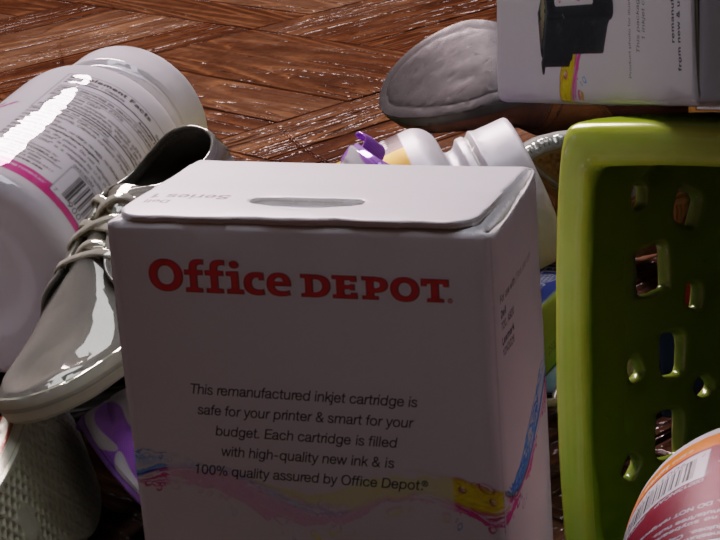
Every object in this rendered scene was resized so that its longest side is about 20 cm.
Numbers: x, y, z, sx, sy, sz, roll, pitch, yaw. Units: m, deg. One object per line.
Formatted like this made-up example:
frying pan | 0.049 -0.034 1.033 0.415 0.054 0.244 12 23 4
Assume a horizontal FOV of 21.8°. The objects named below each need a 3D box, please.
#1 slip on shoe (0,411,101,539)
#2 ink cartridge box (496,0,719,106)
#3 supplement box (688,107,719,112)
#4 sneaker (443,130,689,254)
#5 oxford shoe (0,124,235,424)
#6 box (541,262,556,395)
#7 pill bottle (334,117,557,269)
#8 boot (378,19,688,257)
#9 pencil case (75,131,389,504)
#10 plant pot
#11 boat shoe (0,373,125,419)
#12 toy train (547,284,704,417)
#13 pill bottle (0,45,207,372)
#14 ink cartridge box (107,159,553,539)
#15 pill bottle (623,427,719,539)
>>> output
slip on shoe | -0.163 0.109 0.825 0.061 0.075 0.200 -19 15 14
ink cartridge box | 0.160 -0.112 0.800 0.144 0.084 0.200 -3 6 -17
supplement box | 0.218 -0.065 1.028 0.068 0.202 0.066 1 19 28
sneaker | 0.082 -0.045 1.055 0.198 0.076 0.088 -4 13 -7
oxford shoe | -0.113 -0.002 0.865 0.075 0.058 0.200 -7 32 33
box | 0.046 0.023 1.054 0.198 0.048 0.122 3 21 25
pill bottle | 0.000 0.000 0.950 0.199 0.110 0.109 -25 19 1
boot | 0.129 -0.074 1.118 0.187 0.200 0.069 -16 53 18
pencil case | -0.038 0.028 0.855 0.200 0.084 0.085 -45 61 0
plant pot | 0.210 0.029 0.776 0.198 0.202 0.181 8 16 37
boat shoe | -0.199 0.048 0.999 0.198 0.073 0.071 -8 14 -15
toy train | 0.157 0.037 0.944 0.198 0.086 0.116 -7 8 -7
pill bottle | -0.159 -0.041 0.994 0.112 0.114 0.200 2 26 18
ink cartridge box | -0.005 0.064 0.705 0.143 0.202 0.084 2 20 18
pill bottle | 0.127 0.136 0.598 0.112 0.114 0.200 1 20 16
